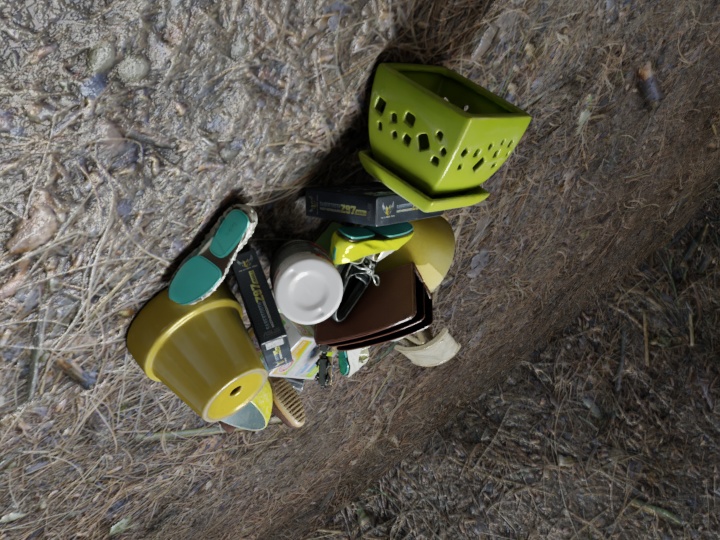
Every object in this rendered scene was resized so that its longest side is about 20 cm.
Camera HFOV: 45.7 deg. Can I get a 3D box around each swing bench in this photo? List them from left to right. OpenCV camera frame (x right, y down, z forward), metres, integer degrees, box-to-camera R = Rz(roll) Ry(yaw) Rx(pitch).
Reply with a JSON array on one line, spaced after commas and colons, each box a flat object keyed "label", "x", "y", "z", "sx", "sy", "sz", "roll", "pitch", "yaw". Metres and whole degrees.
[{"label": "swing bench", "x": 0.120, "y": 0.137, "z": 2.025, "sx": 0.130, "sy": 0.200, "sz": 0.199, "roll": -42, "pitch": 157, "yaw": 1}]

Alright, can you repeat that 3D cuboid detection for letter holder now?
[{"label": "letter holder", "x": 0.026, "y": 0.092, "z": 1.575, "sx": 0.198, "sy": 0.143, "sz": 0.101, "roll": -17, "pitch": 131, "yaw": 18}]

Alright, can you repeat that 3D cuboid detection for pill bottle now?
[{"label": "pill bottle", "x": -0.097, "y": 0.011, "z": 1.459, "sx": 0.114, "sy": 0.114, "sz": 0.200, "roll": -43, "pitch": -164, "yaw": 2}]

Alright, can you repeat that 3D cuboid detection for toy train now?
[{"label": "toy train", "x": -0.067, "y": 0.136, "z": 1.699, "sx": 0.046, "sy": 0.034, "sz": 0.202, "roll": -28, "pitch": 123, "yaw": -73}]

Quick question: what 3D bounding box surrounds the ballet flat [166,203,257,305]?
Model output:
[{"label": "ballet flat", "x": -0.228, "y": -0.024, "z": 1.363, "sx": 0.200, "sy": 0.072, "sz": 0.072, "roll": -47, "pitch": 157, "yaw": 14}]

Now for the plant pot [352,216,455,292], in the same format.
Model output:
[{"label": "plant pot", "x": 0.062, "y": -0.053, "z": 1.654, "sx": 0.200, "sy": 0.200, "sz": 0.142, "roll": -47, "pitch": 131, "yaw": 12}]

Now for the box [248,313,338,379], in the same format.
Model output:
[{"label": "box", "x": -0.137, "y": 0.147, "z": 1.756, "sx": 0.113, "sy": 0.101, "sz": 0.200, "roll": -47, "pitch": 157, "yaw": 10}]

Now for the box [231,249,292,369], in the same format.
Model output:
[{"label": "box", "x": -0.168, "y": 0.071, "z": 1.457, "sx": 0.051, "sy": 0.159, "sz": 0.200, "roll": -19, "pitch": 164, "yaw": -9}]

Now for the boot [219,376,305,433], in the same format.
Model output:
[{"label": "boot", "x": -0.215, "y": 0.278, "z": 1.736, "sx": 0.167, "sy": 0.200, "sz": 0.072, "roll": -50, "pitch": 161, "yaw": 23}]

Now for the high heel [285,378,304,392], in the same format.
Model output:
[{"label": "high heel", "x": -0.199, "y": 0.216, "z": 1.867, "sx": 0.200, "sy": 0.141, "sz": 0.072, "roll": -175, "pitch": -75, "yaw": -80}]

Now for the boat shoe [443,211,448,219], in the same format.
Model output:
[{"label": "boat shoe", "x": 0.103, "y": -0.062, "z": 1.802, "sx": 0.200, "sy": 0.066, "sz": 0.074, "roll": -47, "pitch": 175, "yaw": 11}]

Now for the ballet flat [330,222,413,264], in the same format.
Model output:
[{"label": "ballet flat", "x": 0.016, "y": -0.046, "z": 1.463, "sx": 0.199, "sy": 0.067, "sz": 0.068, "roll": -12, "pitch": 125, "yaw": -51}]

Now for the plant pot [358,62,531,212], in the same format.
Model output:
[{"label": "plant pot", "x": 0.125, "y": -0.211, "z": 1.384, "sx": 0.199, "sy": 0.199, "sz": 0.183, "roll": -14, "pitch": 132, "yaw": -49}]

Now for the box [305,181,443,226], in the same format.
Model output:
[{"label": "box", "x": 0.027, "y": -0.118, "z": 1.474, "sx": 0.199, "sy": 0.157, "sz": 0.052, "roll": -12, "pitch": 107, "yaw": -49}]

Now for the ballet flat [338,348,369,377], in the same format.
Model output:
[{"label": "ballet flat", "x": -0.010, "y": 0.166, "z": 1.754, "sx": 0.069, "sy": 0.070, "sz": 0.200, "roll": -34, "pitch": 158, "yaw": -19}]

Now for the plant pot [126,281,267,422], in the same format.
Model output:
[{"label": "plant pot", "x": -0.260, "y": 0.142, "z": 1.438, "sx": 0.200, "sy": 0.189, "sz": 0.201, "roll": -35, "pitch": 157, "yaw": -18}]

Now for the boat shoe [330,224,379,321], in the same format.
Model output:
[{"label": "boat shoe", "x": -0.002, "y": -0.001, "z": 1.527, "sx": 0.200, "sy": 0.068, "sz": 0.074, "roll": -53, "pitch": 131, "yaw": -3}]

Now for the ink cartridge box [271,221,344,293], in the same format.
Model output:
[{"label": "ink cartridge box", "x": -0.076, "y": 0.003, "z": 1.676, "sx": 0.200, "sy": 0.048, "sz": 0.145, "roll": -46, "pitch": 157, "yaw": 13}]

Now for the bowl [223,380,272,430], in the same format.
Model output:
[{"label": "bowl", "x": -0.243, "y": 0.206, "z": 1.626, "sx": 0.201, "sy": 0.199, "sz": 0.108, "roll": 96, "pitch": 19, "yaw": -58}]
